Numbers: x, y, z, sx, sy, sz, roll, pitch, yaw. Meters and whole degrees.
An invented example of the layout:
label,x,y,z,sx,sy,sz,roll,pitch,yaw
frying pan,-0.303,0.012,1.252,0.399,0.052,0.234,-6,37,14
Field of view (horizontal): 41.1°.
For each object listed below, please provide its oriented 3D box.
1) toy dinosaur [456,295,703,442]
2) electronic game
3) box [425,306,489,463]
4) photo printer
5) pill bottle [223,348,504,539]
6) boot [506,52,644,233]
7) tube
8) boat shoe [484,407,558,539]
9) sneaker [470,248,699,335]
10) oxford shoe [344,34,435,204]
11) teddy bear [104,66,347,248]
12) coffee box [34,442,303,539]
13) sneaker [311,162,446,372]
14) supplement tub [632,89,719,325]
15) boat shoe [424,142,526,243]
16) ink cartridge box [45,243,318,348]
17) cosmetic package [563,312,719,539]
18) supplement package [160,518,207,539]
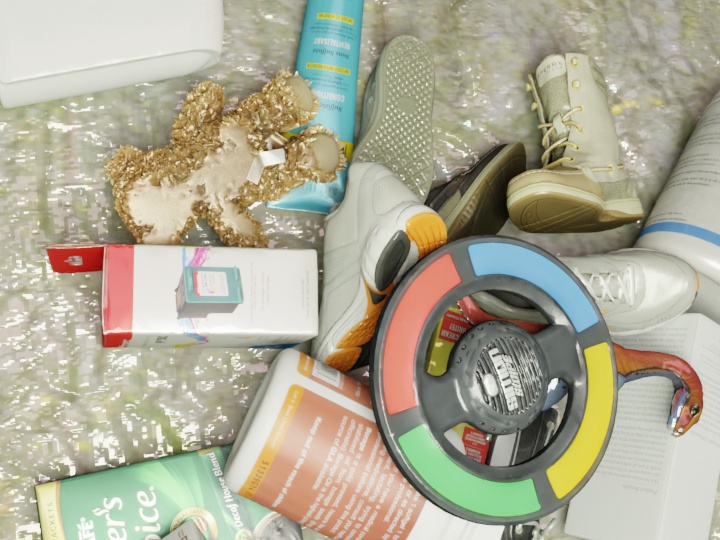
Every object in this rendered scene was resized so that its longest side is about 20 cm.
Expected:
label,x,y,z,sx,sy,sz,roll,pitch,yaw
toy dinosaur,0.177,0.083,0.747,0.178,0.202,0.106,-13,44,5
electronic game,0.098,0.075,0.677,0.196,0.042,0.204,4,80,-21
box,0.071,0.138,0.816,0.074,0.050,0.203,19,75,-11
photo printer,-0.214,-0.232,0.791,0.197,0.069,0.169,-13,84,-17
pill bottle,0.007,0.150,0.714,0.198,0.112,0.114,27,74,-6
boot,0.178,-0.116,0.850,0.198,0.071,0.158,0,76,-50
tube,-0.033,-0.150,0.845,0.076,0.050,0.204,7,85,-3
boat shoe,0.125,0.207,0.807,0.067,0.074,0.202,16,67,-3
sneaker,0.182,0.018,0.806,0.196,0.092,0.077,-4,86,17
oxford shoe,0.026,-0.107,0.836,0.074,0.058,0.204,15,68,-15
teddy bear,-0.108,-0.086,0.792,0.200,0.067,0.145,-45,105,-11
coffee box,-0.144,0.206,0.745,0.196,0.044,0.125,-7,82,-17
sneaker,0.000,0.000,0.757,0.075,0.201,0.093,-10,53,-34
supplement tub,0.345,-0.058,0.887,0.131,0.132,0.202,34,74,-7
boat shoe,0.080,-0.048,0.842,0.065,0.072,0.202,18,55,30
ink cartridge box,-0.139,0.023,0.742,0.196,0.116,0.069,1,80,-15
cosmetic package,0.255,0.144,0.833,0.071,0.101,0.203,25,74,-32
supplement package,-0.158,0.294,0.654,0.199,0.117,0.118,-35,115,-8
